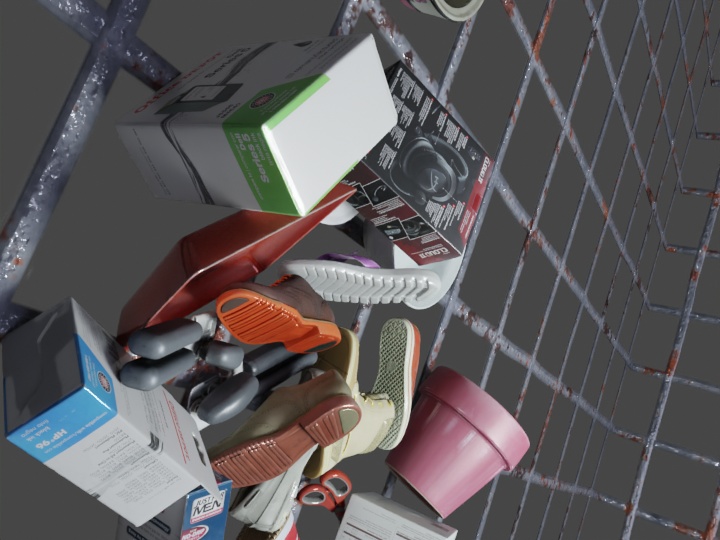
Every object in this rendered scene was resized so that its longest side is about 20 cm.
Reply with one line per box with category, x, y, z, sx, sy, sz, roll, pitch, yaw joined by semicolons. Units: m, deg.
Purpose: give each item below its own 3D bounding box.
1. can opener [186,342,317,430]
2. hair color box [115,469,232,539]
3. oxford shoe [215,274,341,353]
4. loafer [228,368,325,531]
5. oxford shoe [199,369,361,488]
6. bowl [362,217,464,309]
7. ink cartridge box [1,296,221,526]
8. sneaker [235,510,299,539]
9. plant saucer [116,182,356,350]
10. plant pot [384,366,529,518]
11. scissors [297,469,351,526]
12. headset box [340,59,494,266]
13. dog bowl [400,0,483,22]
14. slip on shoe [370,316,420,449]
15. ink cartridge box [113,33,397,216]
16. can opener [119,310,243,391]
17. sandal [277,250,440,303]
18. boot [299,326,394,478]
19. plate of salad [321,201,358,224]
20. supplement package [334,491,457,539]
can opener;-0.109;0.123;0.724;0.199;0.066;0.054;-25;120;-48
hair color box;-0.194;0.292;0.634;0.060;0.099;0.202;2;99;-54
oxford shoe;-0.092;0.038;0.694;0.200;0.071;0.073;36;35;-61
loafer;-0.095;0.210;0.766;0.069;0.070;0.202;25;80;-20
oxford shoe;-0.098;0.180;0.722;0.199;0.074;0.071;-24;134;-4
bowl;0.066;-0.054;0.891;0.200;0.090;0.203;-20;116;-49
ink cartridge box;-0.205;0.132;0.542;0.068;0.116;0.201;-33;132;-5
sneaker;-0.136;0.389;0.770;0.200;0.071;0.113;-45;130;-40
plant saucer;-0.124;-0.012;0.592;0.200;0.199;0.037;-33;89;-44
plant pot;0.143;0.288;1.038;0.179;0.199;0.200;-46;137;-14
scissors;-0.026;0.343;0.923;0.073;0.014;0.201;-30;134;0
headset box;0.065;-0.114;0.747;0.200;0.077;0.150;39;59;-28
dog bowl;0.101;-0.431;0.833;0.200;0.073;0.202;-23;120;-49
slip on shoe;0.055;0.171;0.968;0.061;0.074;0.202;9;89;-57
ink cartridge box;-0.092;-0.129;0.555;0.146;0.199;0.084;-50;134;-32
can opener;-0.157;0.071;0.592;0.200;0.066;0.053;7;97;-84
sandal;-0.002;0.004;0.778;0.083;0.201;0.050;119;-26;-57
boot;-0.010;0.170;0.871;0.155;0.072;0.202;1;102;-54
plate of salad;-0.041;-0.154;0.748;0.199;0.048;0.202;-2;92;-55
supplement package;0.033;0.449;0.923;0.201;0.150;0.152;-68;161;-11
